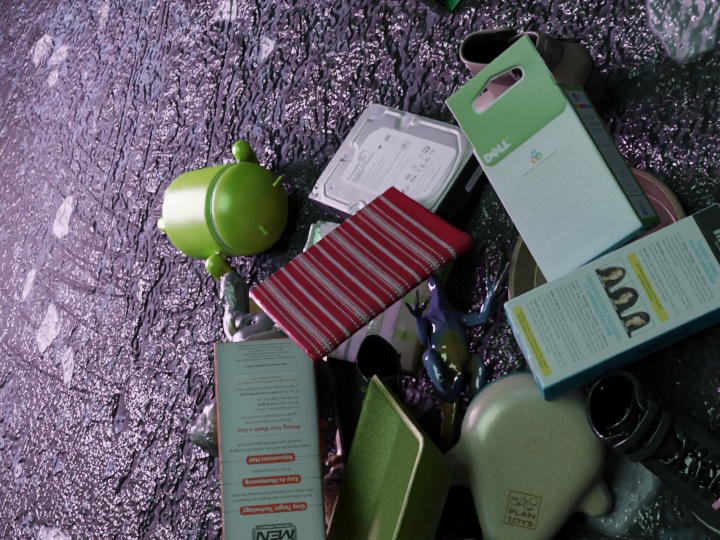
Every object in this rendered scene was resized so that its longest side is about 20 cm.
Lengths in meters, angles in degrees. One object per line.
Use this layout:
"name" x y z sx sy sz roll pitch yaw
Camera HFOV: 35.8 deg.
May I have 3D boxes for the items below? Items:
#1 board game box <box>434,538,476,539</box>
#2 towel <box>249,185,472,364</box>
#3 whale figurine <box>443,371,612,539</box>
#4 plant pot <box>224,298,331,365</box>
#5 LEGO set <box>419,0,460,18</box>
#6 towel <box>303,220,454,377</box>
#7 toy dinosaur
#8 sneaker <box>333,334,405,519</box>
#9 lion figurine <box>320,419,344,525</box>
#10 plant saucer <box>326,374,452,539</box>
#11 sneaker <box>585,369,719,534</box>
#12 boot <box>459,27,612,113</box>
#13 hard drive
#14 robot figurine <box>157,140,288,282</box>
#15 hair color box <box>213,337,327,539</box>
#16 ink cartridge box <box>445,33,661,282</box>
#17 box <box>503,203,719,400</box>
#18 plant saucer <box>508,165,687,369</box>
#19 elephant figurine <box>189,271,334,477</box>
"board game box" 0.082 0.341 0.981 0.135 0.034 0.203 145 116 -68
"towel" 0.000 0.000 1.104 0.199 0.023 0.144 -36 39 -13
"whale figurine" 0.146 0.190 1.003 0.157 0.104 0.203 9 97 4
"plant pot" -0.099 0.110 1.341 0.198 0.027 0.203 -18 64 42
"LEGO set" 0.081 -0.398 1.269 0.200 0.115 0.155 -43 49 27
"towel" 0.005 0.030 1.241 0.198 0.031 0.151 12 82 38
"toy dinosaur" 0.072 0.069 1.116 0.182 0.104 0.202 -115 40 -56
"sneaker" 0.021 0.170 1.124 0.107 0.074 0.202 105 150 -48
"lion figurine" -0.063 0.238 1.229 0.199 0.072 0.124 -28 55 44
"plant saucer" 0.025 0.220 1.012 0.200 0.047 0.203 -138 63 -74
"sneaker" 0.256 0.151 0.898 0.071 0.099 0.200 -57 45 11
"boot" 0.148 -0.189 1.101 0.198 0.145 0.071 -5 71 45
"hard drive" 0.043 -0.107 1.237 0.199 0.038 0.141 26 78 49
"robot figurine" -0.173 -0.075 1.420 0.198 0.115 0.178 -4 68 45
"hair color box" -0.087 0.171 1.082 0.061 0.100 0.203 101 165 -77
"ink cartridge box" 0.173 -0.099 1.011 0.103 0.059 0.202 -36 76 32
"box" 0.227 0.028 0.934 0.198 0.049 0.083 -25 68 4
"plant saucer" 0.224 0.001 1.040 0.198 0.029 0.203 -19 62 41
"elephant figurine" -0.096 0.105 1.190 0.141 0.153 0.203 -33 36 67
